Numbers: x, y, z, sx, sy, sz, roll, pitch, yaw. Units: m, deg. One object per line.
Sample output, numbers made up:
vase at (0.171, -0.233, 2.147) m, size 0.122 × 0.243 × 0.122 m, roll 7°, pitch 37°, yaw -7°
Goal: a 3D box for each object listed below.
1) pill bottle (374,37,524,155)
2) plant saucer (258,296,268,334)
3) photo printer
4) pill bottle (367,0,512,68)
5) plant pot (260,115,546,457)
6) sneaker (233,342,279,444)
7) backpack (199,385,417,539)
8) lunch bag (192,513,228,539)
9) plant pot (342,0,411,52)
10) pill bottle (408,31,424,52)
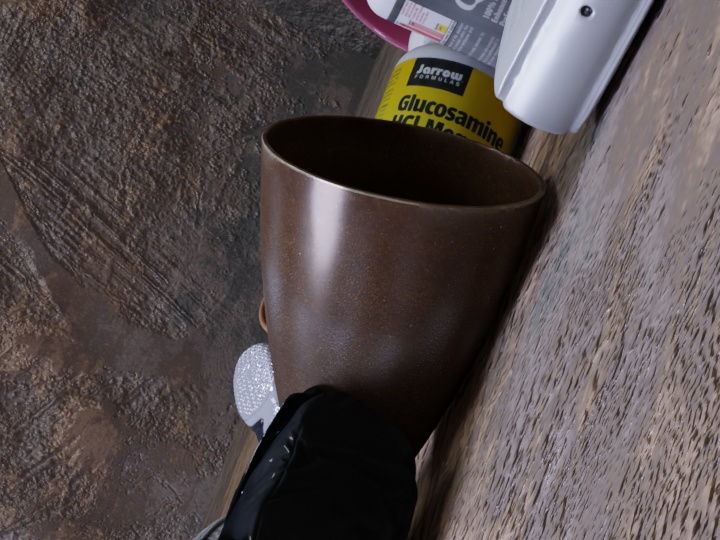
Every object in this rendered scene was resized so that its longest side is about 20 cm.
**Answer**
pill bottle at (0.063, -0.101, 1.448) m, size 0.112 × 0.112 × 0.201 m, roll 125°, pitch 167°, yaw -68°
plant saucer at (0.000, 0.000, 1.663) m, size 0.199 × 0.032 × 0.201 m, roll -30°, pitch 22°, yaw 13°
photo printer at (0.155, -0.205, 1.160) m, size 0.167 × 0.069 × 0.201 m, roll -74°, pitch 9°, yaw -57°
pill bottle at (0.073, -0.223, 1.374) m, size 0.116 × 0.199 × 0.117 m, roll -158°, pitch 90°, yaw -85°
plant pot at (0.011, 0.022, 1.231) m, size 0.187 × 0.185 × 0.202 m, roll -81°, pitch 2°, yaw -72°
sneaker at (-0.038, 0.159, 1.627) m, size 0.075 × 0.113 × 0.202 m, roll -29°, pitch 67°, yaw 42°
backpack at (-0.041, 0.192, 1.176) m, size 0.167 × 0.126 × 0.201 m, roll -56°, pitch -6°, yaw -44°
lunch bag at (-0.114, 0.293, 1.441) m, size 0.200 × 0.138 × 0.168 m, roll 119°, pitch 171°, yaw -49°
plant pot at (0.084, -0.381, 2.213) m, size 0.179 × 0.200 × 0.200 m, roll -51°, pitch 0°, yaw -18°
pill bottle at (0.102, -0.214, 1.608) m, size 0.104 × 0.104 × 0.201 m, roll 119°, pitch 172°, yaw -54°
